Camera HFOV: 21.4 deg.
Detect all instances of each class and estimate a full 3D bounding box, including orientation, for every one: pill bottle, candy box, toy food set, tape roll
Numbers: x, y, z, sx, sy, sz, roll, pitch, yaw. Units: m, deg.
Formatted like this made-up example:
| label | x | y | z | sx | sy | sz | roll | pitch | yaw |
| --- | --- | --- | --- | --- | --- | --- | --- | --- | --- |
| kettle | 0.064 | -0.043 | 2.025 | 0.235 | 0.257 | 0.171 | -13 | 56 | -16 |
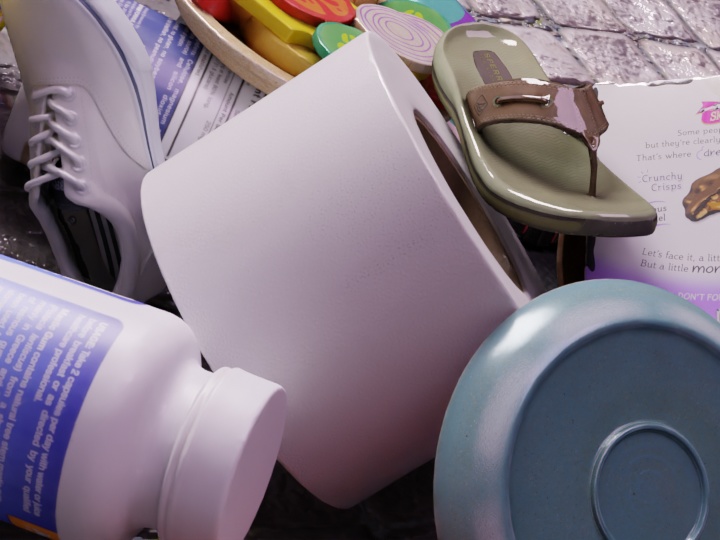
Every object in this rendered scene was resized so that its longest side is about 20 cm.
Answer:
| label | x | y | z | sx | sy | sz | roll | pitch | yaw |
| --- | --- | --- | --- | --- | --- | --- | --- | --- | --- |
| pill bottle | -0.139 | 0.059 | 0.846 | 0.199 | 0.113 | 0.112 | 19 | 32 | 10 |
| candy box | 0.205 | -0.002 | 0.997 | 0.072 | 0.167 | 0.201 | 47 | 44 | -59 |
| toy food set | -0.019 | -0.147 | 1.107 | 0.198 | 0.049 | 0.200 | 39 | 28 | 15 |
| pill bottle | -0.094 | -0.076 | 1.092 | 0.199 | 0.111 | 0.111 | 25 | 34 | -8 |
| tape roll | 0.000 | 0.000 | 0.961 | 0.203 | 0.139 | 0.203 | 57 | 10 | -15 |

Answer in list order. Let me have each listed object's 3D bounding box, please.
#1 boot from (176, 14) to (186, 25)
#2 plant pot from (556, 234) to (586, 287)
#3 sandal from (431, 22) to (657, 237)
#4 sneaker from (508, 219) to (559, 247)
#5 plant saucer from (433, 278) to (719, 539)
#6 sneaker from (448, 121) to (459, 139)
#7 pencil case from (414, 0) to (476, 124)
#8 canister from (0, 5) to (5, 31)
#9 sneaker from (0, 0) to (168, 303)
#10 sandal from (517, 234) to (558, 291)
| label | x | y | z | sx | sy | sz | roll | pitch | yaw |
| --- | --- | --- | --- | --- | --- | --- | --- | --- | --- |
| boot | -0.015 | -0.160 | 1.228 | 0.199 | 0.132 | 0.070 | 31 | 14 | 0 |
| plant pot | 0.232 | 0.021 | 1.136 | 0.187 | 0.187 | 0.200 | 51 | 3 | 29 |
| sandal | 0.089 | -0.082 | 0.992 | 0.079 | 0.058 | 0.201 | -2 | 39 | -25 |
| sneaker | 0.120 | -0.056 | 1.205 | 0.200 | 0.074 | 0.087 | 20 | 10 | -45 |
| plant saucer | 0.127 | 0.102 | 0.868 | 0.199 | 0.027 | 0.202 | 4 | 82 | -26 |
| sneaker | 0.046 | -0.046 | 1.157 | 0.093 | 0.070 | 0.201 | -7 | 64 | -31 |
| pencil case | 0.053 | -0.151 | 1.322 | 0.092 | 0.085 | 0.200 | -18 | 55 | -28 |
| canister | -0.241 | -0.148 | 1.044 | 0.086 | 0.149 | 0.200 | 36 | 31 | -9 |
| sneaker | -0.143 | -0.065 | 0.991 | 0.073 | 0.201 | 0.071 | -5 | 27 | 29 |
| sandal | 0.120 | 0.000 | 1.218 | 0.075 | 0.048 | 0.201 | 26 | 21 | -9 |
